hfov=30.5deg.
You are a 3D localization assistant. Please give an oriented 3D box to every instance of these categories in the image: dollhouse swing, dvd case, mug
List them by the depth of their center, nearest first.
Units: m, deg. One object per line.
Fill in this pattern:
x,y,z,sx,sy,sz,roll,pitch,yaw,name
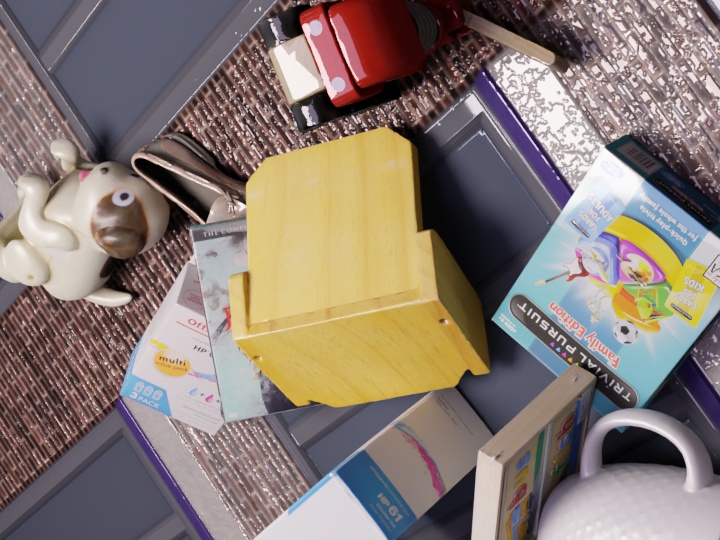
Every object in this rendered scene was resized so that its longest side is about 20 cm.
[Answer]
0.240,0.209,1.090,0.175,0.148,0.200,9,113,42,mug
0.000,0.000,1.227,0.200,0.176,0.182,-13,141,22,dollhouse swing
-0.080,0.042,1.290,0.146,0.022,0.200,-9,104,-6,dvd case

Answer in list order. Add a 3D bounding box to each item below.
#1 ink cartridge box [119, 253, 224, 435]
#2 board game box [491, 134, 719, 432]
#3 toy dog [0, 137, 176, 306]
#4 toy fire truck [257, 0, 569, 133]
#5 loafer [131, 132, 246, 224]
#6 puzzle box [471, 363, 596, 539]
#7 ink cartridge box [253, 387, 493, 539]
-0.155,0.070,1.356,0.115,0.068,0.200,25,130,-14,ink cartridge box
0.219,0.014,1.094,0.151,0.047,0.200,42,127,17,board game box
-0.291,-0.044,1.406,0.200,0.140,0.194,-23,106,41,toy dog
0.048,-0.183,1.076,0.200,0.176,0.129,-20,94,26,toy fire truck
-0.149,-0.066,1.333,0.200,0.063,0.072,38,127,20,loafer
0.145,0.189,1.131,0.025,0.133,0.200,31,141,31,puzzle box
0.018,0.205,1.226,0.085,0.200,0.145,49,130,6,ink cartridge box
